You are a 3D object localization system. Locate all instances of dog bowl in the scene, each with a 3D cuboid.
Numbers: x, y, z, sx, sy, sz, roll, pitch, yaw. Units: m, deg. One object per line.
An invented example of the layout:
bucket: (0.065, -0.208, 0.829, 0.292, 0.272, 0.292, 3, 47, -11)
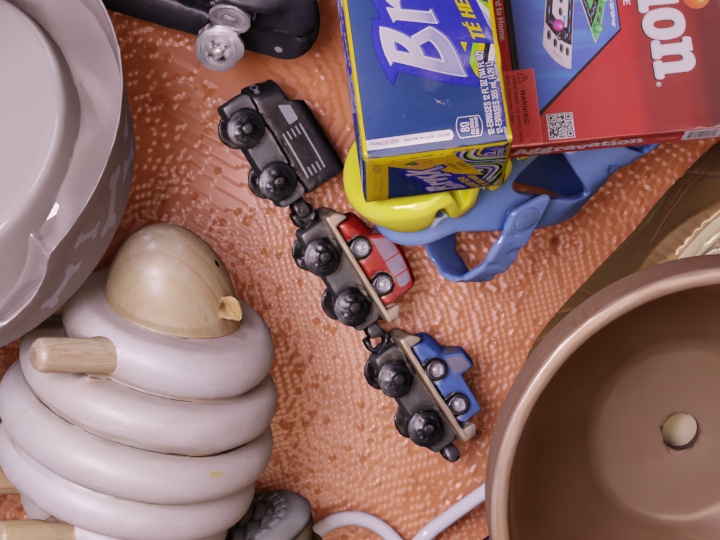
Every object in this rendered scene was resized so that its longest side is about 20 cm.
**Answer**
dog bowl: (-0.186, -0.050, 1.037, 0.198, 0.059, 0.202, -6, 64, 13)

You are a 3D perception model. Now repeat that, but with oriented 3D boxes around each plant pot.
plant pot: (0.147, 0.084, 1.054, 0.199, 0.093, 0.203, -2, 105, -6)

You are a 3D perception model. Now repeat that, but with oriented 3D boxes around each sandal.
sandal: (0.088, -0.060, 1.108, 0.199, 0.080, 0.087, -27, 137, -5)

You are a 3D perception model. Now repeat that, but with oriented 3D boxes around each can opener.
can opener: (-0.109, -0.140, 1.081, 0.198, 0.079, 0.064, 12, 140, -4)

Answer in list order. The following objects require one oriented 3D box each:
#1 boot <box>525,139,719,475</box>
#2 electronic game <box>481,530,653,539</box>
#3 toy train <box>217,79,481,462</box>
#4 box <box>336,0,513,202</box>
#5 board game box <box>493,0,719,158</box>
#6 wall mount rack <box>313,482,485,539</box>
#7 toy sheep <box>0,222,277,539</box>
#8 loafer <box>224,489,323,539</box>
boot: (0.194, 0.028, 1.130, 0.200, 0.073, 0.155, -45, 106, -2)
electronic game: (0.105, 0.208, 1.106, 0.198, 0.042, 0.202, 2, 84, -19)
toy train: (0.000, 0.000, 1.127, 0.046, 0.034, 0.201, -33, 102, -10)
box: (0.019, -0.136, 1.038, 0.064, 0.070, 0.202, -8, 76, -2)
board game box: (0.101, -0.152, 1.067, 0.102, 0.019, 0.202, -6, 78, -5)
wall mount rack: (0.068, 0.175, 1.150, 0.174, 0.074, 0.200, -46, 104, -14)
toy sheep: (-0.103, 0.071, 1.085, 0.137, 0.138, 0.201, 14, 115, -8)
loafer: (-0.080, 0.185, 1.142, 0.070, 0.075, 0.200, 39, 106, -13)
